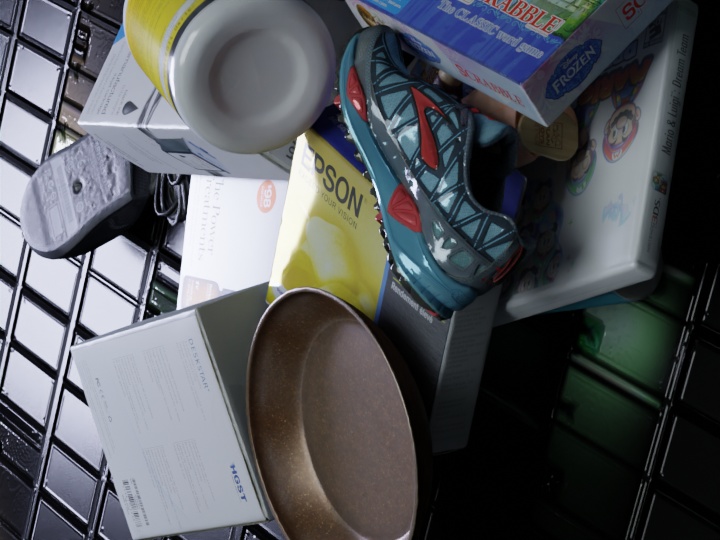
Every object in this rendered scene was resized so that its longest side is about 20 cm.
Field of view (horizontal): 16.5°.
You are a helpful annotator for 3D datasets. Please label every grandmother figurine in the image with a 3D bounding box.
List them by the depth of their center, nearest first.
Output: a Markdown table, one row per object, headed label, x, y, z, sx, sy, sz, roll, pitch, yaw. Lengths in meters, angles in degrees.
| label | x | y | z | sx | sy | sz | roll | pitch | yaw |
| --- | --- | --- | --- | --- | --- | --- | --- | --- | --- |
| grandmother figurine | 0.068 | -0.080 | 1.602 | 0.200 | 0.060 | 0.122 | -15 | 65 | 60 |

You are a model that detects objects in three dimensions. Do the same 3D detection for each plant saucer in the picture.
| label | x | y | z | sx | sy | sz | roll | pitch | yaw |
| --- | --- | --- | --- | --- | --- | --- | --- | --- | --- |
| plant saucer | -0.008 | 0.107 | 1.610 | 0.200 | 0.036 | 0.202 | 24 | 120 | 51 |

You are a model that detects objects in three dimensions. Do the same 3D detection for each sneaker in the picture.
| label | x | y | z | sx | sy | sz | roll | pitch | yaw |
| --- | --- | --- | --- | --- | --- | --- | --- | --- | --- |
| sneaker | 0.052 | -0.071 | 1.506 | 0.095 | 0.079 | 0.201 | -27 | 63 | 17 |

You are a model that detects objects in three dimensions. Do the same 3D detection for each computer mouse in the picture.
| label | x | y | z | sx | sy | sz | roll | pitch | yaw |
| --- | --- | --- | --- | --- | --- | --- | --- | --- | --- |
| computer mouse | -0.199 | -0.068 | 2.031 | 0.199 | 0.053 | 0.139 | -27 | 67 | 37 |

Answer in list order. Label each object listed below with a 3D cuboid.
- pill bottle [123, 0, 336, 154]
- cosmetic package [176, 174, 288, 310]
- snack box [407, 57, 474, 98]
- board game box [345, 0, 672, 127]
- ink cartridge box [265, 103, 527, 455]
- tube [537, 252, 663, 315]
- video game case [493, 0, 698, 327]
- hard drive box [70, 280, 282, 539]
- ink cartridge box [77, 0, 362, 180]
| label | x | y | z | sx | sy | sz | roll | pitch | yaw |
| --- | --- | --- | --- | --- | --- | --- | --- | --- | --- |
| pill bottle | -0.096 | -0.160 | 1.669 | 0.200 | 0.111 | 0.113 | -131 | 54 | -60 |
| cosmetic package | -0.076 | 0.017 | 1.857 | 0.150 | 0.051 | 0.202 | 10 | 95 | 50 |
| snack box | 0.092 | -0.169 | 1.654 | 0.200 | 0.024 | 0.072 | -48 | 31 | 39 |
| board game box | 0.116 | -0.200 | 1.536 | 0.200 | 0.041 | 0.200 | -45 | 41 | -11 |
| ink cartridge box | 0.018 | -0.016 | 1.604 | 0.198 | 0.047 | 0.201 | 43 | 134 | 44 |
| tube | 0.113 | -0.001 | 1.613 | 0.199 | 0.050 | 0.078 | -5 | 68 | 56 |
| video game case | 0.129 | -0.063 | 1.561 | 0.200 | 0.024 | 0.183 | -20 | 53 | 54 |
| hard drive box | -0.112 | 0.104 | 1.785 | 0.200 | 0.076 | 0.157 | -15 | 94 | 56 |
| ink cartridge box | -0.100 | -0.150 | 1.838 | 0.199 | 0.086 | 0.147 | 5 | 68 | 53 |
